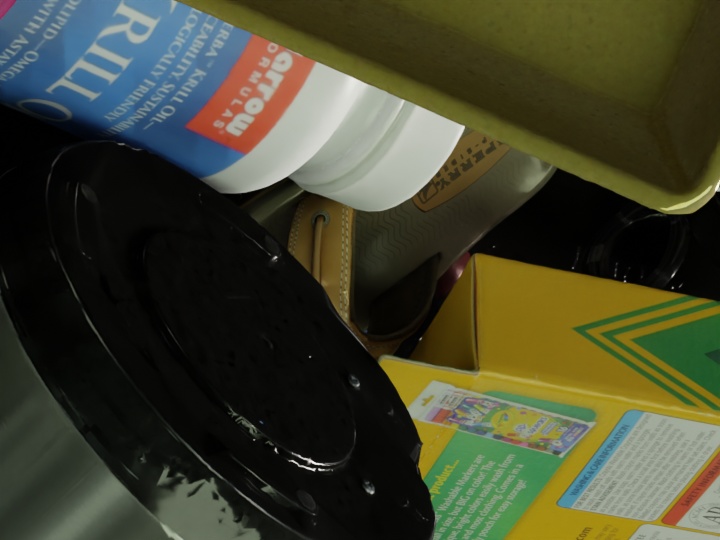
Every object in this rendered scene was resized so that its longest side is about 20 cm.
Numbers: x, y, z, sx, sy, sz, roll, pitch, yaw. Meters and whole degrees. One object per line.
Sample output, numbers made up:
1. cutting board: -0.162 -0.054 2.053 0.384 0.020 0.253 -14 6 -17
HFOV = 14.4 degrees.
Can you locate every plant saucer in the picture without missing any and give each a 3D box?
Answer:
1. plant saucer: 0.045 -0.140 0.805 0.199 0.048 0.201 24 88 10

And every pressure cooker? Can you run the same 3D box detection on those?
1. pressure cooker: -0.099 0.083 0.856 0.175 0.179 0.200 31 116 -37

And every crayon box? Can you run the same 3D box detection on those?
1. crayon box: 0.082 0.058 1.007 0.199 0.052 0.126 11 145 -15

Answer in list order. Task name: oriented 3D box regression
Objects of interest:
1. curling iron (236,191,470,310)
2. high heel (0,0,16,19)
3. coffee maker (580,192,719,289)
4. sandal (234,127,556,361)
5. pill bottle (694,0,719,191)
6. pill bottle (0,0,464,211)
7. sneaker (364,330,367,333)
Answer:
1. curling iron: 0.023 0.006 1.052 0.050 0.026 0.200 -44 128 6
2. high heel: -0.086 -0.154 0.794 0.067 0.201 0.096 3 172 15
3. coffee maker: 0.215 -0.001 1.072 0.191 0.135 0.200 -20 136 31
4. sandal: 0.000 0.000 0.982 0.200 0.054 0.081 -39 126 -11
5. pill bottle: 0.112 -0.096 0.884 0.110 0.200 0.111 -17 139 -15
6. pill bottle: -0.060 -0.090 0.890 0.199 0.112 0.112 22 116 -32
7. sneaker: -0.059 0.102 1.076 0.070 0.078 0.201 27 92 -32
